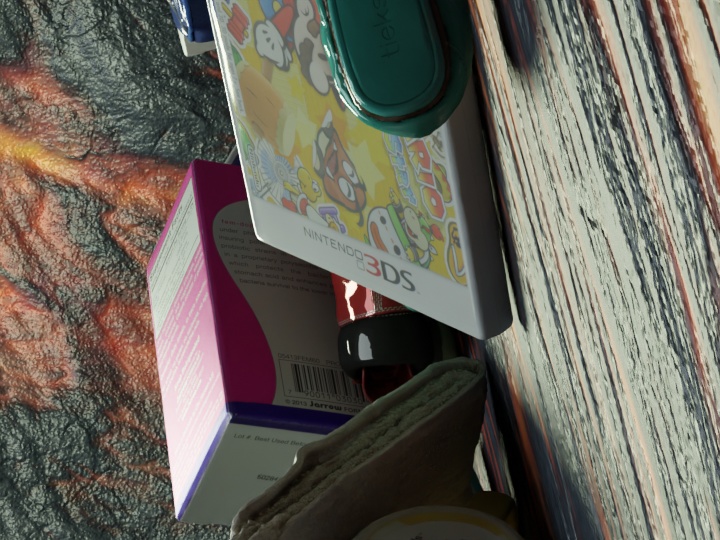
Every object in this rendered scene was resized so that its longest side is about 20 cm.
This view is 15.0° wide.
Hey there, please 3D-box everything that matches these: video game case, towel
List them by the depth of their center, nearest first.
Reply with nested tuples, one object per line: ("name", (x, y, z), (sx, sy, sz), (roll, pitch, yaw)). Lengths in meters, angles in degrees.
("video game case", (-0.008, -0.082, 1.248), (0.182, 0.023, 0.201), (24, 132, 49))
("towel", (-0.006, 0.136, 1.362), (0.034, 0.200, 0.133), (26, 125, 27))

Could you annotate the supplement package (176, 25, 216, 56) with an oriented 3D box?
("supplement package", (-0.075, -0.242, 1.601), (0.110, 0.113, 0.201), (103, 152, -83))

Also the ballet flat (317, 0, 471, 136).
("ballet flat", (0.000, -0.148, 1.097), (0.070, 0.067, 0.201), (38, -141, -80))

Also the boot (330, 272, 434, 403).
("boot", (0.000, 0.000, 1.527), (0.200, 0.072, 0.145), (-161, 66, -82))

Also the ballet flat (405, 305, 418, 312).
("ballet flat", (0.000, -0.077, 1.326), (0.067, 0.070, 0.201), (-40, -53, -52))

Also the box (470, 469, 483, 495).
("box", (0.012, 0.202, 1.544), (0.201, 0.049, 0.082), (-65, 28, 26))

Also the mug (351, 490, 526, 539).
("mug", (0.033, 0.191, 1.328), (0.187, 0.148, 0.154), (-122, 26, -59))

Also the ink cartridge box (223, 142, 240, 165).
("ink cartridge box", (-0.051, -0.013, 1.816), (0.201, 0.043, 0.197), (80, -151, -44))

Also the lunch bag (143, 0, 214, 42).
("lunch bag", (-0.069, -0.212, 1.470), (0.136, 0.131, 0.201), (169, 88, -86))

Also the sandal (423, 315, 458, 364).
("sandal", (0.027, 0.064, 1.601), (0.201, 0.057, 0.080), (173, 94, -72))

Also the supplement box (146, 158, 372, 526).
("supplement box", (-0.056, 0.044, 1.591), (0.104, 0.101, 0.201), (118, 153, -42))
